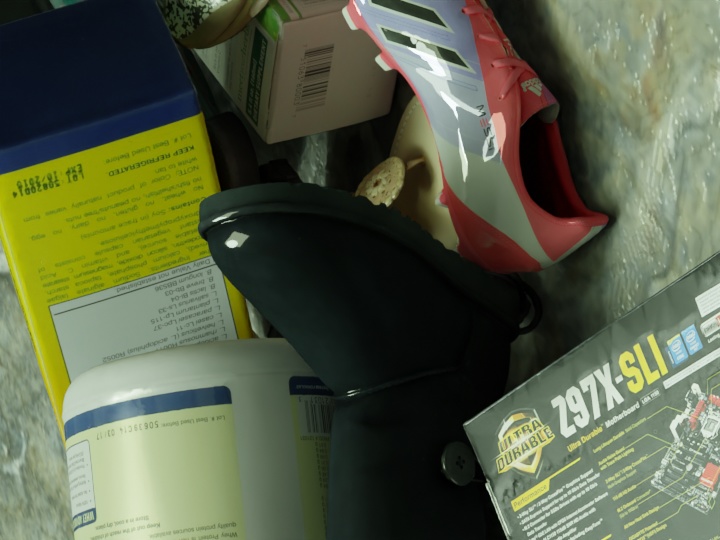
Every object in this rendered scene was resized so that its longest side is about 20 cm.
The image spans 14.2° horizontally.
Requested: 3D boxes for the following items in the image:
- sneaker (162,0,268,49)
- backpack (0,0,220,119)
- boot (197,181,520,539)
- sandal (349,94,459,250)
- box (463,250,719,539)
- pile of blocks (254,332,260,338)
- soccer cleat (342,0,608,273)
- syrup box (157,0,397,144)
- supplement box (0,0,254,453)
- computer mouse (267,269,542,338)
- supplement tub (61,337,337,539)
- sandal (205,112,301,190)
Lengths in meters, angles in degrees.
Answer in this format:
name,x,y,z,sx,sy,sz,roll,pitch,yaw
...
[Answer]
name,x,y,z,sx,sy,sz,roll,pitch,yaw
sneaker,-0.079,-0.195,1.385,0.077,0.088,0.201,43,131,36
backpack,-0.162,-0.087,1.603,0.178,0.150,0.201,52,166,41
boot,0.003,0.066,1.300,0.076,0.200,0.169,-16,61,37
sandal,0.003,0.004,1.494,0.078,0.069,0.213,55,148,36
box,0.144,0.095,1.215,0.200,0.049,0.161,-38,65,43
pile of blocks,-0.099,-0.002,1.685,0.062,0.082,0.201,-45,63,61
soccer cleat,0.052,-0.095,1.347,0.076,0.067,0.201,-20,93,39
syrup box,-0.058,-0.162,1.518,0.200,0.081,0.079,52,145,38
supplement box,-0.127,-0.024,1.453,0.110,0.108,0.201,-116,12,-51
computer mouse,0.003,0.080,1.440,0.140,0.046,0.201,20,106,24
supplement tub,-0.062,0.142,1.372,0.145,0.144,0.202,151,115,-64
sandal,-0.043,-0.021,1.552,0.201,0.043,0.076,69,176,-55
